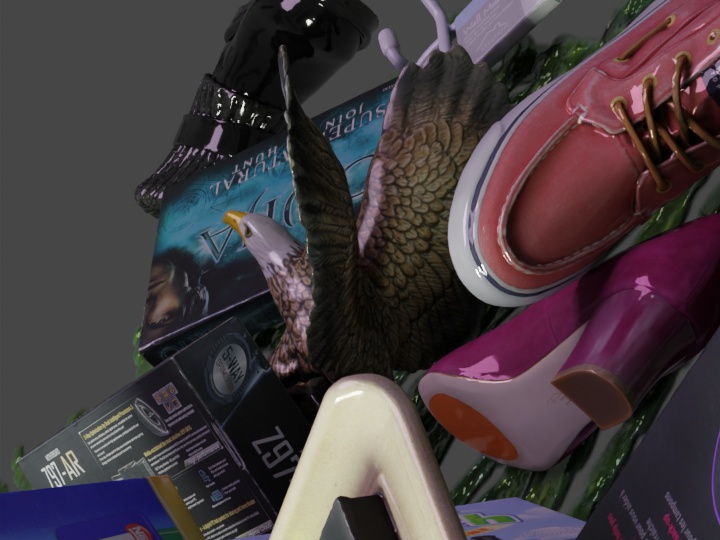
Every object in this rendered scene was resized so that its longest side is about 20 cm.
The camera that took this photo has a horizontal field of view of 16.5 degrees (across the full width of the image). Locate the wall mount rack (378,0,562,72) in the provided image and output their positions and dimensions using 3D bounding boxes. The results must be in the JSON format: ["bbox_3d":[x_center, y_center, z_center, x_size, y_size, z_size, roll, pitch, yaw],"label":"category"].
[{"bbox_3d":[0.065,-0.182,1.330,0.200,0.075,0.174,-43,27,22],"label":"wall mount rack"}]

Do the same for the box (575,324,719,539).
[{"bbox_3d":[0.133,0.116,0.780,0.200,0.106,0.122,-58,21,18],"label":"box"}]

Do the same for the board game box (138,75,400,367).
[{"bbox_3d":[-0.032,-0.031,1.386,0.200,0.028,0.135,-25,38,25],"label":"board game box"}]

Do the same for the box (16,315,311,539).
[{"bbox_3d":[-0.076,0.126,1.227,0.044,0.160,0.200,-34,0,-35],"label":"box"}]

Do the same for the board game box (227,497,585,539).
[{"bbox_3d":[0.034,0.127,0.960,0.200,0.151,0.037,-173,78,-69],"label":"board game box"}]

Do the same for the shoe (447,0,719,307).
[{"bbox_3d":[0.123,-0.064,1.012,0.200,0.071,0.091,-43,13,-25],"label":"shoe"}]

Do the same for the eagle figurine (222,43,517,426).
[{"bbox_3d":[-0.007,-0.004,1.213,0.152,0.151,0.200,-80,16,-64],"label":"eagle figurine"}]

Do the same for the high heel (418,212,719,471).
[{"bbox_3d":[0.093,0.028,1.075,0.096,0.067,0.200,-50,5,-22],"label":"high heel"}]

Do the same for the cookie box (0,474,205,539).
[{"bbox_3d":[-0.130,0.176,0.998,0.075,0.200,0.171,-51,58,31],"label":"cookie box"}]

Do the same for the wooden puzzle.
[{"bbox_3d":[0.006,0.163,0.785,0.200,0.037,0.185,63,147,37],"label":"wooden puzzle"}]

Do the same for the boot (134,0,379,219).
[{"bbox_3d":[-0.068,-0.102,1.590,0.158,0.079,0.211,-62,8,-15],"label":"boot"}]
